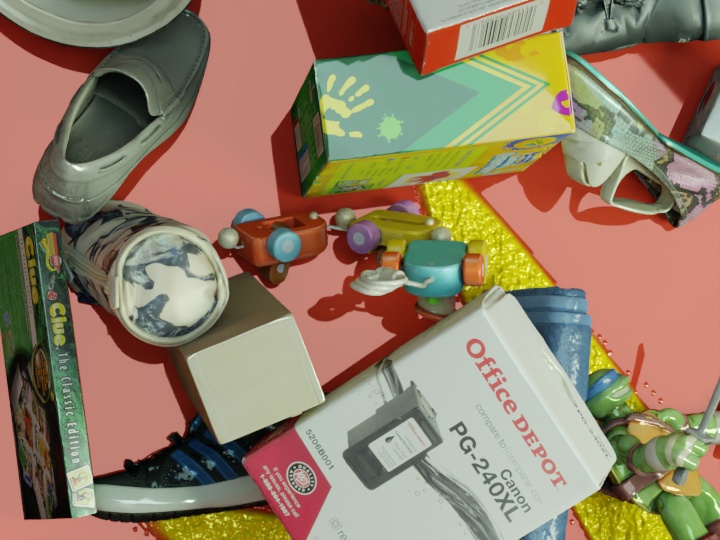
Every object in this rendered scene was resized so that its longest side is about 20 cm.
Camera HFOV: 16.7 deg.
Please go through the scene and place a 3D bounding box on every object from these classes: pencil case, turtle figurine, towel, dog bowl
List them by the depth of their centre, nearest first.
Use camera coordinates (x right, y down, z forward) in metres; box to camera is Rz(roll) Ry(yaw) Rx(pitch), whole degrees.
[{"bbox_3d":[-0.151,-0.001,1.642,0.089,0.200,0.078,-12,101,-16],"label":"pencil case"},{"bbox_3d":[-0.183,-0.258,1.683,0.200,0.074,0.201,6,114,13],"label":"dog bowl"},{"bbox_3d":[0.252,0.136,1.706,0.200,0.144,0.194,-28,92,-4],"label":"turtle figurine"},{"bbox_3d":[0.115,0.111,1.709,0.048,0.112,0.200,12,83,-32],"label":"towel"}]

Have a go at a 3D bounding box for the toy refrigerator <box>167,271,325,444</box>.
[{"bbox_3d":[-0.084,0.058,1.643,0.076,0.200,0.070,-22,101,-8],"label":"toy refrigerator"}]

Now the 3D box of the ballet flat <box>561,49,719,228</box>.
[{"bbox_3d":[0.185,-0.081,1.714,0.200,0.069,0.071,31,95,-42],"label":"ballet flat"}]

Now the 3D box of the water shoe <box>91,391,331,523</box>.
[{"bbox_3d":[-0.103,0.129,1.710,0.200,0.071,0.079,-6,81,-16],"label":"water shoe"}]

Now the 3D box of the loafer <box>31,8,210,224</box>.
[{"bbox_3d":[-0.158,-0.116,1.683,0.070,0.070,0.200,28,54,1],"label":"loafer"}]

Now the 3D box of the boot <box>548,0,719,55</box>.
[{"bbox_3d":[0.155,-0.235,1.765,0.200,0.066,0.165,-6,85,-2],"label":"boot"}]

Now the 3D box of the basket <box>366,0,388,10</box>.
[{"bbox_3d":[0.062,-0.285,1.679,0.143,0.149,0.200,32,73,34],"label":"basket"}]

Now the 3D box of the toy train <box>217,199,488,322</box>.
[{"bbox_3d":[0.000,0.000,1.689,0.150,0.200,0.056,-13,112,-29],"label":"toy train"}]

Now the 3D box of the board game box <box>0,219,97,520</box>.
[{"bbox_3d":[-0.219,0.070,1.679,0.023,0.105,0.200,-6,88,-24],"label":"board game box"}]

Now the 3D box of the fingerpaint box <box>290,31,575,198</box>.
[{"bbox_3d":[0.044,-0.105,1.671,0.166,0.200,0.074,-7,86,-6],"label":"fingerpaint box"}]

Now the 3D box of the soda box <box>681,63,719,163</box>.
[{"bbox_3d":[0.339,-0.081,1.770,0.200,0.063,0.068,26,84,-4],"label":"soda box"}]

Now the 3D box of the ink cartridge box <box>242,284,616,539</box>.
[{"bbox_3d":[0.047,0.125,1.623,0.200,0.083,0.145,-34,90,15],"label":"ink cartridge box"}]

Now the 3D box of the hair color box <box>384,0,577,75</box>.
[{"bbox_3d":[0.052,-0.237,1.584,0.111,0.064,0.200,-19,70,-11],"label":"hair color box"}]
